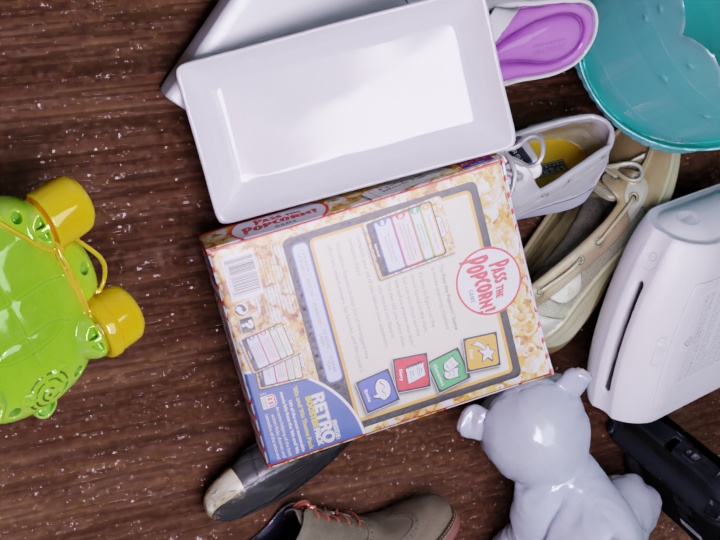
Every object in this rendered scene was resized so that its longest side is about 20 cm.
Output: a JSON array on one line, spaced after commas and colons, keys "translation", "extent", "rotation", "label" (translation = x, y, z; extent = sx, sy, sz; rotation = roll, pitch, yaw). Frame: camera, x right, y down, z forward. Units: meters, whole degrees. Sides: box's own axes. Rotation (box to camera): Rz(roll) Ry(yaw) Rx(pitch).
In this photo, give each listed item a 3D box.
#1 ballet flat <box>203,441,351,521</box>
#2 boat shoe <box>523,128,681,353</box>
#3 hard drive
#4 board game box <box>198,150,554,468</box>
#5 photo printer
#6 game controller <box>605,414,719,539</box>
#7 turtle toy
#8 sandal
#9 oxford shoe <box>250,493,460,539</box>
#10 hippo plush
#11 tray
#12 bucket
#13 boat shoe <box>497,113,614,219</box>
[{"translation": [-0.033, 0.103, 1.300], "extent": [0.200, 0.067, 0.057], "rotation": [-37, 76, -25], "label": "ballet flat"}, {"translation": [0.163, -0.036, 1.392], "extent": [0.063, 0.073, 0.201], "rotation": [40, 83, -38], "label": "boat shoe"}, {"translation": [-0.021, -0.164, 1.225], "extent": [0.131, 0.026, 0.201], "rotation": [32, 98, -30], "label": "hard drive"}, {"translation": [0.012, 0.023, 1.224], "extent": [0.198, 0.046, 0.153], "rotation": [-17, 106, -8], "label": "board game box"}, {"translation": [0.247, 0.021, 1.409], "extent": [0.199, 0.069, 0.168], "rotation": [-19, 133, -46], "label": "photo printer"}, {"translation": [0.244, 0.160, 1.408], "extent": [0.042, 0.200, 0.105], "rotation": [-34, 115, -6], "label": "game controller"}, {"translation": [-0.226, 0.001, 1.107], "extent": [0.145, 0.101, 0.201], "rotation": [-33, 115, -25], "label": "turtle toy"}, {"translation": [0.081, -0.138, 1.250], "extent": [0.202, 0.050, 0.083], "rotation": [-25, 132, -24], "label": "sandal"}, {"translation": [-0.016, 0.189, 1.308], "extent": [0.199, 0.070, 0.075], "rotation": [-23, 106, -31], "label": "oxford shoe"}, {"translation": [0.122, 0.159, 1.357], "extent": [0.158, 0.200, 0.162], "rotation": [-29, 96, 7], "label": "hippo plush"}, {"translation": [-0.008, -0.105, 1.200], "extent": [0.198, 0.022, 0.108], "rotation": [-14, 108, 1], "label": "tray"}, {"translation": [0.251, -0.185, 1.351], "extent": [0.206, 0.135, 0.209], "rotation": [9, 71, -28], "label": "bucket"}, {"translation": [0.096, -0.067, 1.284], "extent": [0.201, 0.086, 0.075], "rotation": [-16, 63, -31], "label": "boat shoe"}]
